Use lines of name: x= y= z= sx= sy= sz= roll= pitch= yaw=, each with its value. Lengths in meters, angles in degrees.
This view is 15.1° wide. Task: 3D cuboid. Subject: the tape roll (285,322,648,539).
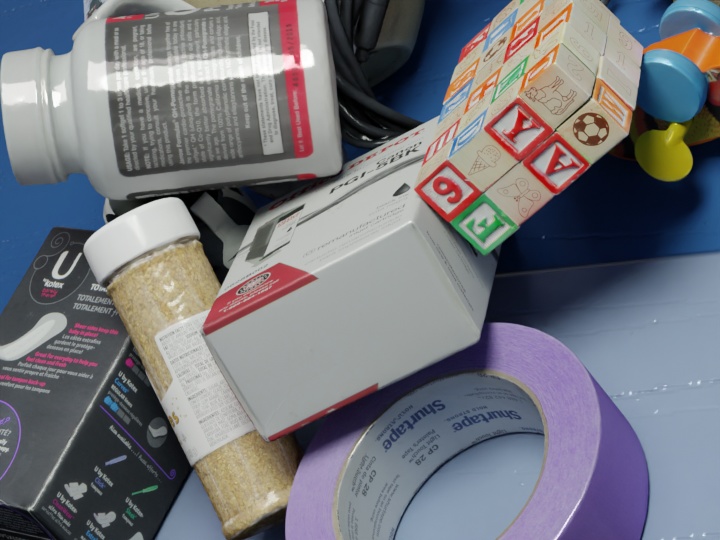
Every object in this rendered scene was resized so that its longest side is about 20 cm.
tape roll: x=0.058 y=0.129 z=1.519 sx=0.199 sy=0.066 sz=0.201 roll=-21 pitch=45 yaw=22

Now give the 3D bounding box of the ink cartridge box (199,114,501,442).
ink cartridge box: x=0.000 y=0.000 z=1.601 sx=0.146 sy=0.083 sz=0.200 roll=-27 pitch=15 yaw=16

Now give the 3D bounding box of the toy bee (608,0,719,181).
toy bee: x=0.209 y=-0.100 z=1.590 sx=0.131 sy=0.109 sz=0.200 roll=-50 pitch=12 yaw=-16

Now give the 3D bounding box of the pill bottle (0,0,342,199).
pill bottle: x=-0.114 y=-0.102 z=1.652 sx=0.198 sy=0.111 sz=0.111 roll=-6 pitch=46 yaw=1

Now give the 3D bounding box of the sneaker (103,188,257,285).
sneaker: x=-0.128 y=-0.046 z=1.768 sx=0.079 sy=0.130 sz=0.199 roll=-45 pitch=40 yaw=-6

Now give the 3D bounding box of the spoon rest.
spoon rest: x=-0.088 y=-0.114 z=1.751 sx=0.099 sy=0.200 sz=0.061 roll=-29 pitch=26 yaw=57

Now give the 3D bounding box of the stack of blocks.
stack of blocks: x=0.104 y=-0.106 z=1.579 sx=0.115 sy=0.059 sz=0.200 roll=-42 pitch=14 yaw=26

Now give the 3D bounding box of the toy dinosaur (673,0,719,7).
toy dinosaur: x=0.183 y=-0.227 z=1.730 sx=0.102 sy=0.077 sz=0.200 roll=-37 pitch=43 yaw=-6

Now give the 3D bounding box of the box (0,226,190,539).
box: x=-0.172 y=0.086 z=1.703 sx=0.122 sy=0.106 sz=0.201 roll=8 pitch=59 yaw=39

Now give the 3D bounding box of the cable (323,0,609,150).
cable: x=0.053 y=-0.161 z=1.714 sx=0.200 sy=0.163 sz=0.051 roll=-45 pitch=12 yaw=-4

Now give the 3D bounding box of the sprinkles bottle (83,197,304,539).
sprinkles bottle: x=-0.093 y=0.058 z=1.614 sx=0.068 sy=0.068 sz=0.201 roll=-29 pitch=80 yaw=13

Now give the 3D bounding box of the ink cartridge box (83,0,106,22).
ink cartridge box: x=-0.130 y=-0.136 z=1.857 sx=0.042 sy=0.119 sz=0.201 roll=-49 pitch=33 yaw=31

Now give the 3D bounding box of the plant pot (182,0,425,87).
plant pot: x=-0.033 y=-0.186 z=1.799 sx=0.199 sy=0.200 sz=0.135 roll=-28 pitch=77 yaw=15
